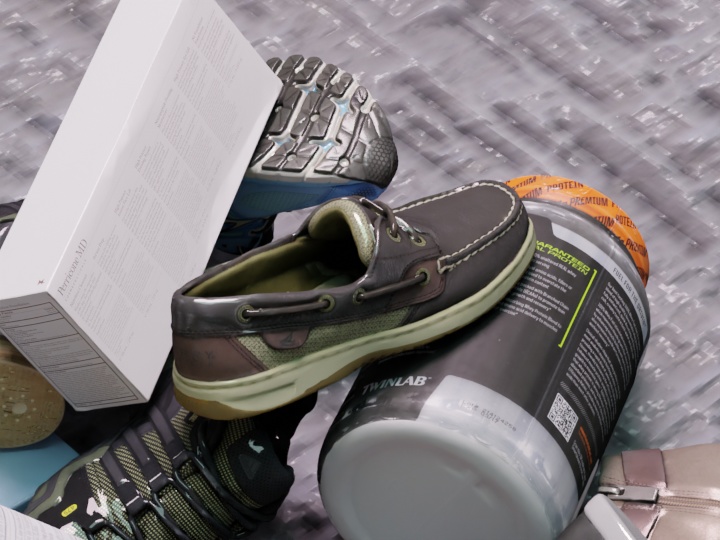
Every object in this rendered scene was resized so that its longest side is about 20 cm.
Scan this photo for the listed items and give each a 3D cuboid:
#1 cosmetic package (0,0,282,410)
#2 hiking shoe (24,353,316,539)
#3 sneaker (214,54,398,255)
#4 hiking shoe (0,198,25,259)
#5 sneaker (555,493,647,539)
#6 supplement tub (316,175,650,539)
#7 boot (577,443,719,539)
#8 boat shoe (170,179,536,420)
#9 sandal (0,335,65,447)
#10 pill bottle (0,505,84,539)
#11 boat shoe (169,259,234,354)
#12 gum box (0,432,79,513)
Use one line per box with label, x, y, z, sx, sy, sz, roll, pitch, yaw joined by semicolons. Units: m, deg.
cosmetic package;-0.106;-0.039;1.303;0.051;0.083;0.200;-8;45;34
hiking shoe;-0.084;0.099;1.253;0.101;0.076;0.200;-19;32;48
sneaker;-0.054;-0.053;1.421;0.200;0.090;0.078;4;49;42
hiking shoe;-0.171;-0.008;1.366;0.100;0.076;0.200;1;2;19
sneaker;0.120;0.195;1.193;0.099;0.071;0.200;-41;46;7
supplement tub;0.067;0.051;1.333;0.122;0.123;0.200;17;44;13
boot;0.157;0.164;1.270;0.146;0.070;0.200;8;45;16
boat shoe;-0.001;0.000;1.252;0.200;0.066;0.072;-28;37;-29
sandal;-0.238;0.068;1.252;0.211;0.078;0.070;1;36;-11
pill bottle;-0.154;0.153;1.128;0.200;0.112;0.112;24;39;-19
boat shoe;-0.056;0.033;1.383;0.199;0.075;0.066;-21;77;-30
gum box;-0.257;0.103;1.302;0.200;0.045;0.170;-30;52;-33
